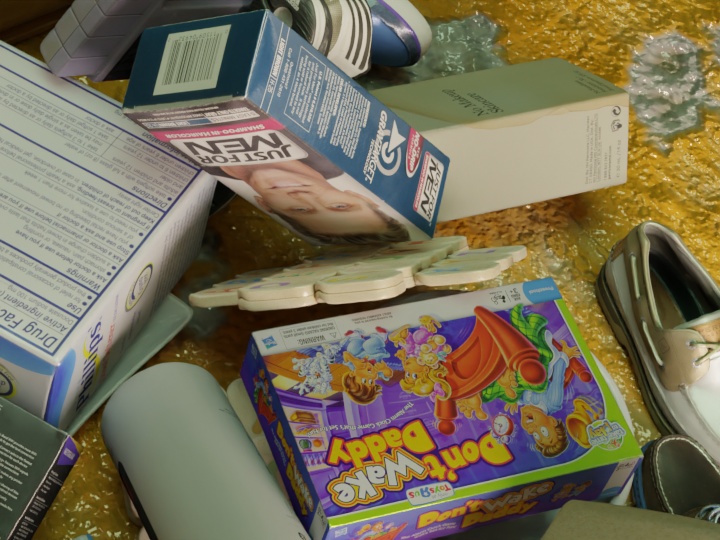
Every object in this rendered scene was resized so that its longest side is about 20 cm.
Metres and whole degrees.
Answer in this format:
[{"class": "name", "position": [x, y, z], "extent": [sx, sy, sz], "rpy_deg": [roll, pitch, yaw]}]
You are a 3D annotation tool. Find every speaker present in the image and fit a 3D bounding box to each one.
[{"class": "speaker", "position": [-0.082, 0.137, 1.026], "extent": [0.081, 0.081, 0.200], "rpy_deg": [-11, 36, -21]}]

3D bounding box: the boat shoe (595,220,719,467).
[{"class": "boat shoe", "position": [0.227, 0.055, 1.231], "extent": [0.075, 0.068, 0.200], "rpy_deg": [-18, 59, -25]}]

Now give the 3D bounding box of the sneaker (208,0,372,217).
[{"class": "sneaker", "position": [-0.054, -0.110, 1.235], "extent": [0.115, 0.201, 0.076], "rpy_deg": [-11, 56, -52]}]

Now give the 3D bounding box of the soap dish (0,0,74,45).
[{"class": "soap dish", "position": [-0.259, -0.215, 1.273], "extent": [0.200, 0.157, 0.081], "rpy_deg": [-28, 80, -30]}]

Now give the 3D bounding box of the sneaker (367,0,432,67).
[{"class": "sneaker", "position": [-0.062, -0.161, 1.330], "extent": [0.200, 0.081, 0.147], "rpy_deg": [26, 62, 0]}]

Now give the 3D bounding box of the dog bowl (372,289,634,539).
[{"class": "dog bowl", "position": [0.064, 0.113, 1.122], "extent": [0.200, 0.079, 0.200], "rpy_deg": [8, 51, -10]}]

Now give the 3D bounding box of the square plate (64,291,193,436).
[{"class": "square plate", "position": [-0.242, 0.039, 1.154], "extent": [0.198, 0.028, 0.200], "rpy_deg": [34, 53, 12]}]

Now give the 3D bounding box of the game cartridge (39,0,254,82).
[{"class": "game cartridge", "position": [-0.099, -0.174, 1.172], "extent": [0.200, 0.130, 0.038], "rpy_deg": [-13, 62, -50]}]

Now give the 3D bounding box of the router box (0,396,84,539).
[{"class": "router box", "position": [-0.283, 0.117, 1.026], "extent": [0.200, 0.052, 0.157], "rpy_deg": [29, 79, 8]}]

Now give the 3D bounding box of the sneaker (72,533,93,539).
[{"class": "sneaker", "position": [-0.106, 0.216, 1.022], "extent": [0.200, 0.074, 0.082], "rpy_deg": [29, 50, 8]}]

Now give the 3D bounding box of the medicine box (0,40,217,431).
[{"class": "medicine box", "position": [-0.216, -0.022, 1.123], "extent": [0.182, 0.103, 0.200], "rpy_deg": [28, 52, 8]}]

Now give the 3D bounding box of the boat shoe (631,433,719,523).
[{"class": "boat shoe", "position": [0.237, 0.179, 1.136], "extent": [0.072, 0.072, 0.200], "rpy_deg": [-12, 57, -22]}]

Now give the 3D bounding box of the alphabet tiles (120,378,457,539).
[{"class": "alphabet tiles", "position": [-0.044, 0.145, 1.129], "extent": [0.200, 0.015, 0.196], "rpy_deg": [-5, 55, -18]}]

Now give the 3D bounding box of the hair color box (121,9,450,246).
[{"class": "hair color box", "position": [-0.041, -0.081, 1.110], "extent": [0.100, 0.200, 0.061], "rpy_deg": [-2, 66, 37]}]

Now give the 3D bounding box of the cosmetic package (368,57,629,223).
[{"class": "cosmetic package", "position": [0.080, -0.091, 1.283], "extent": [0.200, 0.073, 0.104], "rpy_deg": [-12, 26, -24]}]

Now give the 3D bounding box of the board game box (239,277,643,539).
[{"class": "board game box", "position": [0.046, 0.084, 1.060], "extent": [0.200, 0.045, 0.135], "rpy_deg": [-10, 56, -22]}]

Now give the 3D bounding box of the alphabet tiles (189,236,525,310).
[{"class": "alphabet tiles", "position": [0.000, 0.000, 1.152], "extent": [0.195, 0.015, 0.200], "rpy_deg": [-6, 7, 18]}]

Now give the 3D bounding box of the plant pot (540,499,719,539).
[{"class": "plant pot", "position": [0.163, 0.239, 0.980], "extent": [0.177, 0.200, 0.200], "rpy_deg": [26, 72, 31]}]
